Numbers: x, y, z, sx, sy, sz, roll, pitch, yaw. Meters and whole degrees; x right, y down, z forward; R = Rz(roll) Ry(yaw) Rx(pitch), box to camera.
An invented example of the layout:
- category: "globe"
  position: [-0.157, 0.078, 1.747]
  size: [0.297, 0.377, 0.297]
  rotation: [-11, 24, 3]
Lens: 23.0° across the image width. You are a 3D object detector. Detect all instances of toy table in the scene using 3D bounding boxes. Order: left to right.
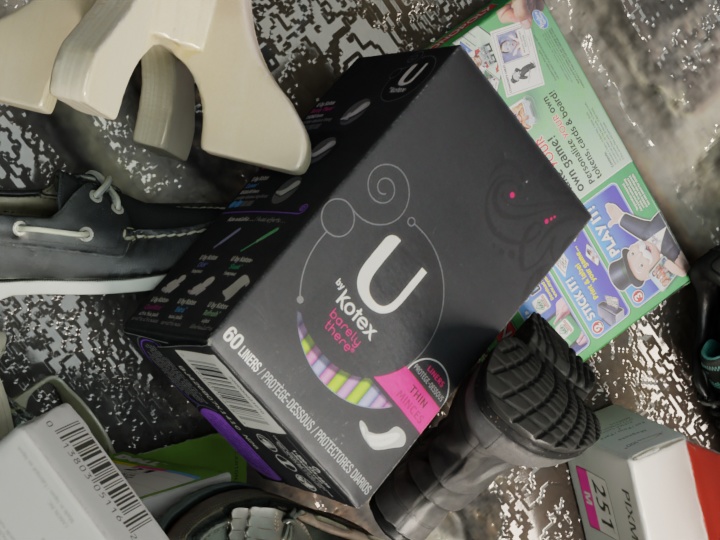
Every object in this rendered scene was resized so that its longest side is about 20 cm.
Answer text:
- category: "toy table"
  position: [-0.104, -0.124, 0.867]
  size: [0.198, 0.184, 0.119]
  rotation: [14, 87, 21]

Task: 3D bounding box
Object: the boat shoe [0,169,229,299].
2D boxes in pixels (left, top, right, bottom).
- category: "boat shoe"
  position: [-0.153, -0.021, 0.907]
  size: [0.198, 0.076, 0.061]
  rotation: [-8, 105, -18]

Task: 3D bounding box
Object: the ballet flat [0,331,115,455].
- category: "ballet flat"
  position: [-0.191, 0.071, 0.920]
  size: [0.200, 0.074, 0.074]
  rotation: [44, 83, -20]

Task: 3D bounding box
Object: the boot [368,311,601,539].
- category: "boot"
  position: [0.057, 0.098, 0.916]
  size: [0.132, 0.200, 0.070]
  rotation: [-45, 83, 12]

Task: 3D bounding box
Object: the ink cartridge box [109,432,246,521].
- category: "ink cartridge box"
  position: [-0.092, 0.167, 0.897]
  size: [0.199, 0.075, 0.150]
  rotation: [-10, 102, -55]

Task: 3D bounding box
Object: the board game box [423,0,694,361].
- category: "board game box"
  position: [0.090, -0.042, 1.009]
  size: [0.134, 0.029, 0.201]
  rotation: [-35, 106, -10]

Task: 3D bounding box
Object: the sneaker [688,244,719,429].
- category: "sneaker"
  position: [0.228, 0.079, 1.042]
  size: [0.079, 0.075, 0.203]
  rotation: [-6, 90, -37]

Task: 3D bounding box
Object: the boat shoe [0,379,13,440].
- category: "boat shoe"
  position: [-0.205, 0.132, 0.852]
  size: [0.072, 0.060, 0.204]
  rotation: [-6, 94, -60]

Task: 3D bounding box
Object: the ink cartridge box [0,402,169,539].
- category: "ink cartridge box"
  position: [-0.155, 0.183, 0.788]
  size: [0.200, 0.047, 0.161]
  rotation: [-41, 84, 23]

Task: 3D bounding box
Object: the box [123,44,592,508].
- category: "box"
  position: [0.000, 0.000, 0.890]
  size: [0.122, 0.106, 0.200]
  rotation: [48, 69, -23]

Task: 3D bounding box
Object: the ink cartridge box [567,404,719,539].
- category: "ink cartridge box"
  position: [0.187, 0.190, 0.994]
  size: [0.043, 0.173, 0.202]
  rotation: [-18, 102, -15]

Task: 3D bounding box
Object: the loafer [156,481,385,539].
- category: "loafer"
  position: [-0.032, 0.143, 0.865]
  size: [0.200, 0.062, 0.073]
  rotation: [16, 79, -63]
